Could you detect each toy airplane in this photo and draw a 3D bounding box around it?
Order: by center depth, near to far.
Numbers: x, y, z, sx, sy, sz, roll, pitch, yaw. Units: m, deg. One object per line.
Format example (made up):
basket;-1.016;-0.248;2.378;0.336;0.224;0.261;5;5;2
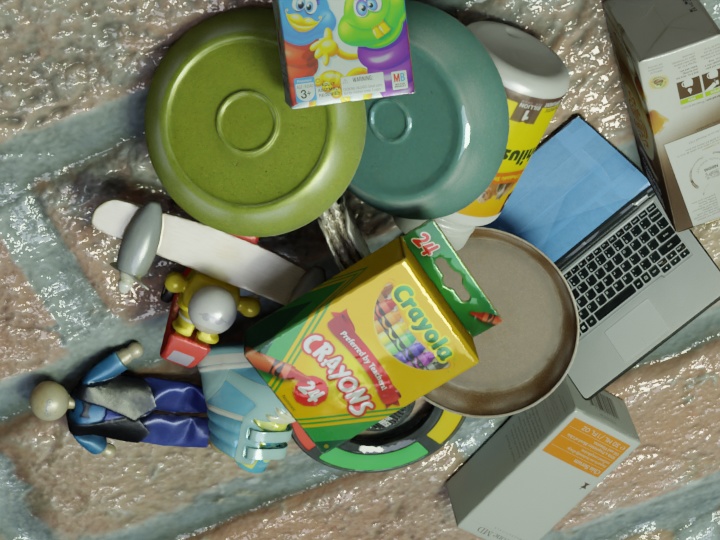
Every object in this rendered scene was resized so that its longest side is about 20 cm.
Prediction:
toy airplane;-0.124;0.000;1.508;0.200;0.141;0.199;-15;122;11

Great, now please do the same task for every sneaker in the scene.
sneaker;-0.068;0.133;1.596;0.200;0.131;0.079;-3;180;33

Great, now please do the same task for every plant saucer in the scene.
plant saucer;-0.095;-0.128;1.420;0.199;0.031;0.201;1;94;8
plant saucer;0.032;-0.135;1.433;0.200;0.036;0.200;11;113;26
plant saucer;0.117;0.048;1.613;0.200;0.032;0.201;4;109;13

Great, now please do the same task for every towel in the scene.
towel;0.000;0.000;1.525;0.034;0.133;0.200;-22;116;2

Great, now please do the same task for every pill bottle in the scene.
pill bottle;0.102;-0.118;1.488;0.109;0.109;0.200;14;124;-20

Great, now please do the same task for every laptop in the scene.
laptop;0.217;-0.008;1.594;0.187;0.200;0.116;-41;157;21

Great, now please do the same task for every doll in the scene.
doll;-0.234;0.136;1.658;0.199;0.048;0.137;6;115;-14

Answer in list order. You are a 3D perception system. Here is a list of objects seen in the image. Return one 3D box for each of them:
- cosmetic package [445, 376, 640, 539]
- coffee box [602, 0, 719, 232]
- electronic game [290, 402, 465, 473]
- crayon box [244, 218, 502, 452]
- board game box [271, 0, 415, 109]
cosmetic package;0.197;0.211;1.782;0.101;0.071;0.200;27;119;-27
coffee box;0.292;-0.150;1.497;0.080;0.114;0.200;-19;128;4
electronic game;0.019;0.136;1.710;0.199;0.042;0.200;-5;128;-7
crayon box;0.013;0.059;1.444;0.200;0.051;0.127;-32;114;11
board game box;-0.022;-0.239;1.326;0.103;0.105;0.201;-8;100;-5
